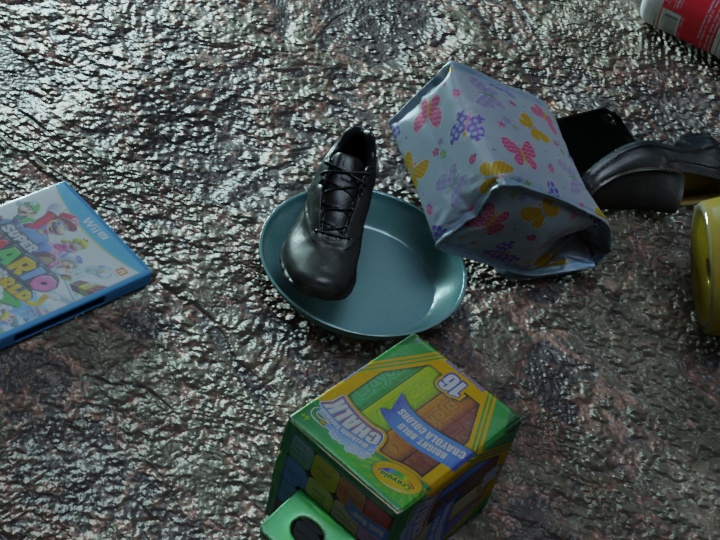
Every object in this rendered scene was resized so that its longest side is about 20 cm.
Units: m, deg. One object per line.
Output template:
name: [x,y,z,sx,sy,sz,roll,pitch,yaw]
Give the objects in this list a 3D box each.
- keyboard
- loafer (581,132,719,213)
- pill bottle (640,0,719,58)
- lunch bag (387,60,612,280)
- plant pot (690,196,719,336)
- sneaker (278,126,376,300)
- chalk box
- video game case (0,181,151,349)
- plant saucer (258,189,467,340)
keyboard: [0.193,-0.126,1.734,0.200,0.040,0.104,-14,62,-20]
loafer: [0.313,-0.093,1.706,0.200,0.073,0.072,-16,56,-28]
pill bottle: [0.443,-0.306,1.933,0.200,0.112,0.112,29,44,13]
lunch bag: [0.145,-0.086,1.595,0.200,0.127,0.170,14,43,-40]
plant pot: [0.422,-0.005,1.574,0.189,0.201,0.201,-3,44,3]
sneaker: [-0.025,-0.057,1.499,0.076,0.091,0.200,14,44,-5]
chalk box: [0.010,0.166,1.306,0.124,0.124,0.200,38,47,22]
video game case: [-0.309,-0.002,1.461,0.200,0.018,0.143,-25,56,-36]
plant saucer: [0.000,0.000,1.539,0.200,0.036,0.200,9,43,-8]
